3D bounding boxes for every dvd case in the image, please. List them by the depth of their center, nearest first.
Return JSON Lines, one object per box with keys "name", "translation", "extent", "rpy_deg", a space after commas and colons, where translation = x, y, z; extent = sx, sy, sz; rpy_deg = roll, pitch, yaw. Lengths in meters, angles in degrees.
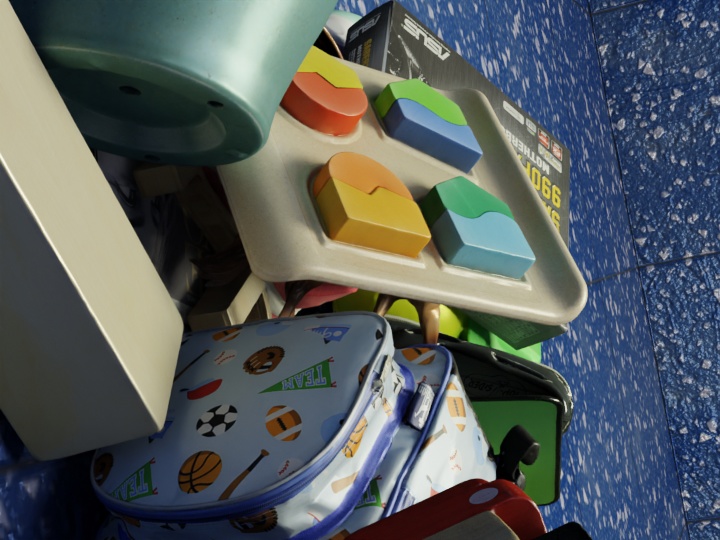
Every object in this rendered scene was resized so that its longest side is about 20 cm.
{"name": "dvd case", "translation": [-0.114, -0.061, 0.770], "extent": [0.149, 0.016, 0.203], "rpy_deg": [35, 47, -65]}

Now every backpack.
{"name": "backpack", "translation": [-0.038, 0.120, 0.646], "extent": [0.155, 0.198, 0.192], "rpy_deg": [56, 36, -34]}

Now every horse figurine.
{"name": "horse figurine", "translation": [0.000, 0.000, 0.774], "extent": [0.199, 0.050, 0.134], "rpy_deg": [25, 82, -44]}

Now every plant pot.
{"name": "plant pot", "translation": [-0.090, -0.158, 0.649], "extent": [0.200, 0.198, 0.190], "rpy_deg": [39, 58, -62]}

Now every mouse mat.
{"name": "mouse mat", "translation": [0.045, 0.116, 0.852], "extent": [0.201, 0.159, 0.008], "rpy_deg": [76, 14, -61]}

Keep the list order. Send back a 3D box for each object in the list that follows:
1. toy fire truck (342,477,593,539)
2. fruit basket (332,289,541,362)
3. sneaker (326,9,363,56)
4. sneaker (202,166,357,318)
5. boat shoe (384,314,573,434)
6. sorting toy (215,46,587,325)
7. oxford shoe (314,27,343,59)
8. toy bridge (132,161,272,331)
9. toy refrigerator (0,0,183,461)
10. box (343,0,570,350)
{"name": "toy fire truck", "translation": [0.059, 0.159, 0.563], "extent": [0.200, 0.127, 0.178], "rpy_deg": [-144, -148, -74]}
{"name": "fruit basket", "translation": [0.035, 0.049, 0.985], "extent": [0.214, 0.155, 0.218], "rpy_deg": [23, 48, -29]}
{"name": "sneaker", "translation": [-0.040, -0.110, 0.939], "extent": [0.199, 0.077, 0.142], "rpy_deg": [8, 73, -61]}
{"name": "sneaker", "translation": [-0.048, -0.067, 0.809], "extent": [0.074, 0.086, 0.202], "rpy_deg": [-72, 147, -58]}
{"name": "boat shoe", "translation": [0.039, 0.074, 0.863], "extent": [0.066, 0.197, 0.075], "rpy_deg": [-95, -159, -88]}
{"name": "sorting toy", "translation": [0.015, -0.057, 0.734], "extent": [0.198, 0.037, 0.186], "rpy_deg": [7, 44, -32]}
{"name": "oxford shoe", "translation": [-0.061, -0.162, 0.815], "extent": [0.201, 0.071, 0.071], "rpy_deg": [51, -19, -12]}
{"name": "toy bridge", "translation": [-0.075, 0.016, 0.775], "extent": [0.067, 0.027, 0.202], "rpy_deg": [-61, 139, -62]}
{"name": "toy refrigerator", "translation": [-0.148, -0.020, 0.570], "extent": [0.076, 0.069, 0.201], "rpy_deg": [-88, 159, -53]}
{"name": "box", "translation": [0.065, -0.062, 0.930], "extent": [0.199, 0.048, 0.160], "rpy_deg": [35, 47, -33]}
